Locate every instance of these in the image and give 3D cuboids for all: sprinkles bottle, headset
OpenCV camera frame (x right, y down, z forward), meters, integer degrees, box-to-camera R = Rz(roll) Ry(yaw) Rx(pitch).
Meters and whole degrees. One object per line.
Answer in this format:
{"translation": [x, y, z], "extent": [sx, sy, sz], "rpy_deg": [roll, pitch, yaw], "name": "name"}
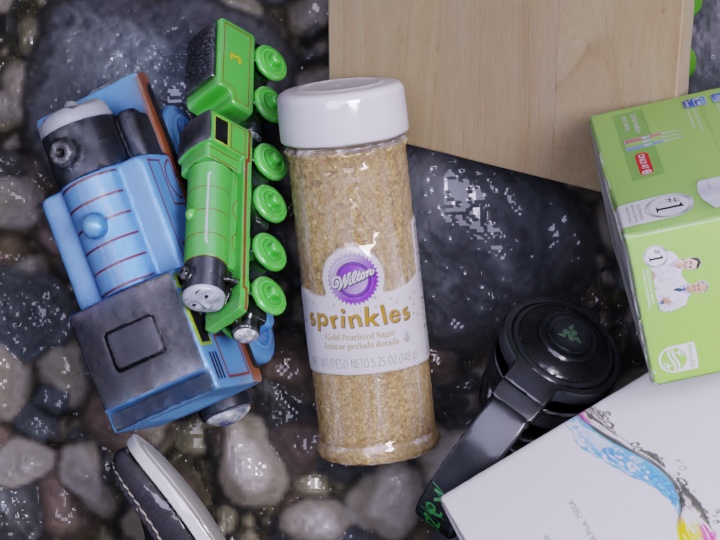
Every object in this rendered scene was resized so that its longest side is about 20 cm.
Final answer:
{"translation": [0.000, 0.000, 1.385], "extent": [0.068, 0.068, 0.201], "rpy_deg": [-5, 101, 9], "name": "sprinkles bottle"}
{"translation": [0.109, 0.064, 1.366], "extent": [0.094, 0.124, 0.200], "rpy_deg": [36, 73, 8], "name": "headset"}

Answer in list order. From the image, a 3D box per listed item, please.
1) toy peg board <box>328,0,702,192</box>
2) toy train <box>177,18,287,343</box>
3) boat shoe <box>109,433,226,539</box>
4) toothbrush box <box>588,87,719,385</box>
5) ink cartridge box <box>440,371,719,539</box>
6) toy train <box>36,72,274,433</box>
{"translation": [0.092, -0.162, 1.370], "extent": [0.199, 0.098, 0.200], "rpy_deg": [15, 123, 23], "name": "toy peg board"}
{"translation": [-0.070, -0.050, 1.385], "extent": [0.042, 0.056, 0.200], "rpy_deg": [-34, 42, 36], "name": "toy train"}
{"translation": [-0.083, 0.179, 1.388], "extent": [0.060, 0.074, 0.200], "rpy_deg": [-32, 110, 2], "name": "boat shoe"}
{"translation": [0.221, -0.032, 1.261], "extent": [0.199, 0.146, 0.086], "rpy_deg": [-14, 116, 4], "name": "toothbrush box"}
{"translation": [0.169, 0.144, 1.303], "extent": [0.200, 0.147, 0.145], "rpy_deg": [-31, 57, 0], "name": "ink cartridge box"}
{"translation": [-0.114, -0.009, 1.399], "extent": [0.087, 0.114, 0.200], "rpy_deg": [-23, 83, 19], "name": "toy train"}
